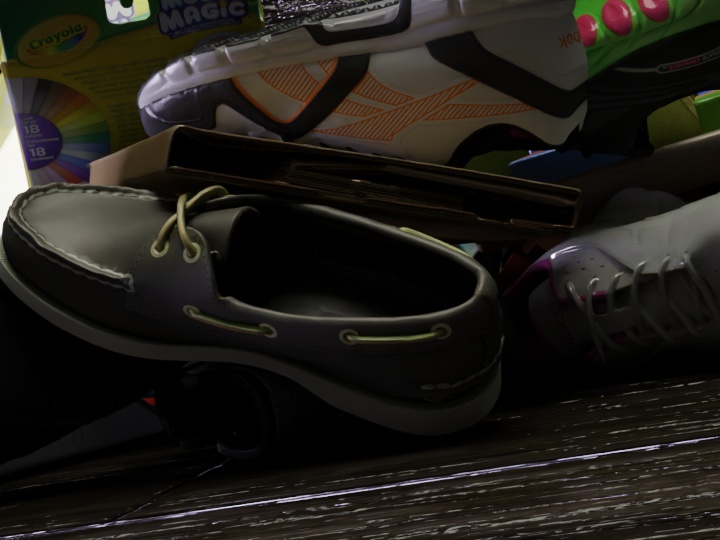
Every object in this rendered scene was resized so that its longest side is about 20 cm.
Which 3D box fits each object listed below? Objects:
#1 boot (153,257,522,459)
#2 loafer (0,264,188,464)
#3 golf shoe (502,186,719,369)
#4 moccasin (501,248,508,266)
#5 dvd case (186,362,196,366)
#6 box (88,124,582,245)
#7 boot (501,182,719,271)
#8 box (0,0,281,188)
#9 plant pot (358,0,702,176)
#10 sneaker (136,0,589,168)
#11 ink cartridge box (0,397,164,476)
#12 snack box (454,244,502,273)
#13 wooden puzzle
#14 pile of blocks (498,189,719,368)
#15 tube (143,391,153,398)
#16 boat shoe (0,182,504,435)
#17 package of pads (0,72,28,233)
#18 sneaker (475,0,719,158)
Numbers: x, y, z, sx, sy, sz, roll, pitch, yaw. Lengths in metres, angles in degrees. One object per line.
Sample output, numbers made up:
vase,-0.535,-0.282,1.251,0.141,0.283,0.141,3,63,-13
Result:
boot,-0.029,0.035,1.068,0.131,0.068,0.200,-17,4,-19
loafer,-0.148,0.044,1.011,0.200,0.073,0.072,-22,-8,-28
golf shoe,0.122,0.011,1.027,0.091,0.075,0.200,-28,6,-17
moccasin,0.165,-0.039,1.465,0.201,0.074,0.078,-11,42,5
dvd case,-0.133,0.027,1.173,0.146,0.022,0.200,1,-15,-17
box,-0.018,-0.032,1.063,0.163,0.021,0.200,8,-2,-14
boot,0.179,-0.027,1.318,0.188,0.069,0.200,-10,0,-13
box,-0.094,-0.063,1.163,0.117,0.048,0.200,-9,-41,-3
plant pot,0.103,-0.125,1.393,0.193,0.201,0.200,-21,-3,32
sneaker,0.000,-0.069,1.050,0.200,0.080,0.074,-10,11,27
ink cartridge box,-0.158,0.059,1.161,0.200,0.050,0.162,-17,7,-42
snack box,0.000,0.000,1.329,0.116,0.037,0.200,8,14,11
wooden puzzle,0.145,-0.059,1.208,0.185,0.046,0.200,-18,0,9
pile of blocks,0.139,-0.003,1.172,0.200,0.062,0.082,-10,3,-3
tube,-0.048,0.034,1.338,0.200,0.050,0.077,-6,14,-22
boat shoe,-0.042,0.000,0.959,0.202,0.060,0.072,17,46,14
package of pads,-0.140,-0.040,1.369,0.068,0.155,0.200,-8,-31,-47
sneaker,0.081,-0.070,1.107,0.200,0.084,0.077,-19,40,40
